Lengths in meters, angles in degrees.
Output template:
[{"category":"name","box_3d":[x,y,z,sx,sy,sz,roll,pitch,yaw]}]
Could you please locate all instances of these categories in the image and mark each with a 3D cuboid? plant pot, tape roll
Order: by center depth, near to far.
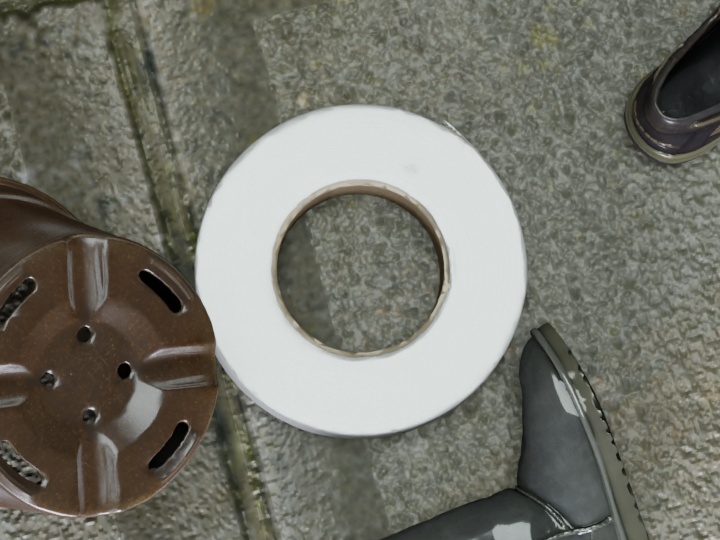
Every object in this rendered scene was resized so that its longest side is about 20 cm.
[{"category":"plant pot","box_3d":[-0.184,0.051,1.567,0.200,0.198,0.201,-3,96,-28]},{"category":"tape roll","box_3d":[0.000,0.000,1.697,0.202,0.037,0.204,0,82,-3]}]

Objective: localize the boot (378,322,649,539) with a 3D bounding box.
[{"category":"boot","box_3d":[0.059,0.147,1.666,0.199,0.073,0.182,-20,89,1]}]

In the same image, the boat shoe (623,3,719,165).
[{"category":"boat shoe","box_3d":[0.247,-0.139,1.709,0.200,0.073,0.075,-44,86,-7]}]
